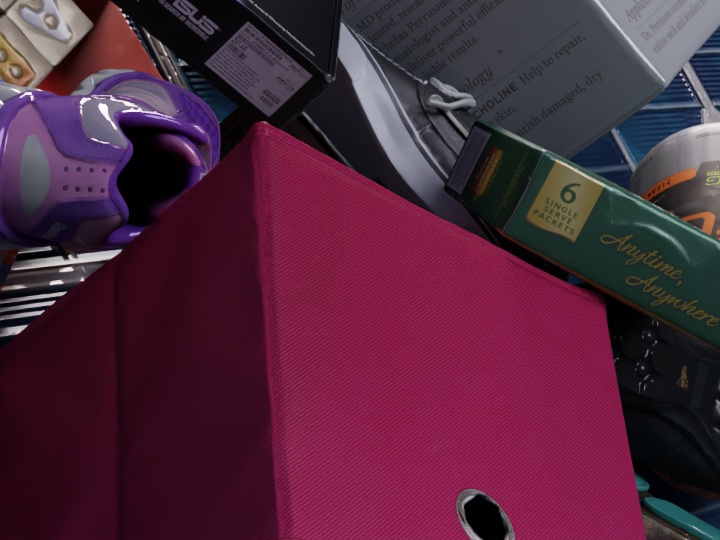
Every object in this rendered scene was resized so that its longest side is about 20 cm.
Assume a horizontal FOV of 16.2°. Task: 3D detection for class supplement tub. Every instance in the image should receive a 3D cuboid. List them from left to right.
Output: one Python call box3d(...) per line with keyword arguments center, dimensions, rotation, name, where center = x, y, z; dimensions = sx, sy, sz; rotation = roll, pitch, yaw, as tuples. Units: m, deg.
box3d(center=(0.204, 0.022, 1.400), dimensions=(0.122, 0.123, 0.200), rotation=(35, 37, -24), name="supplement tub")

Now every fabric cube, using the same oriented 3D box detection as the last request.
box3d(center=(-0.019, 0.101, 1.000), dimensions=(0.196, 0.200, 0.199), rotation=(26, 41, -32), name="fabric cube")

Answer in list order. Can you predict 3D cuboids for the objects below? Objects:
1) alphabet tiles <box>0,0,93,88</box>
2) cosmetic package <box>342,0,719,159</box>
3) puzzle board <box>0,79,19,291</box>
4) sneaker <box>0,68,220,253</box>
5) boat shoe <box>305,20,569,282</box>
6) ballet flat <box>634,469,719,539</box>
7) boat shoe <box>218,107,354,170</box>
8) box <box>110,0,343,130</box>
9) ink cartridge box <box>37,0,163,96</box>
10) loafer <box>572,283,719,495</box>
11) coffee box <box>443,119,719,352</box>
box3d(center=(-0.221, -0.106, 1.063), dimensions=(0.167, 0.008, 0.200), rotation=(48, 51, -15), name="alphabet tiles")
box3d(center=(0.070, -0.159, 1.367), dimensions=(0.200, 0.166, 0.167), rotation=(51, 34, -3), name="cosmetic package")
box3d(center=(-0.221, -0.054, 1.028), dimensions=(0.200, 0.017, 0.151), rotation=(34, 55, -24), name="puzzle board")
box3d(center=(-0.097, -0.043, 1.067), dimensions=(0.200, 0.088, 0.081), rotation=(-16, 108, -68), name="sneaker")
box3d(center=(0.034, -0.061, 1.285), dimensions=(0.068, 0.074, 0.199), rotation=(-23, 60, -27), name="boat shoe")
box3d(center=(0.124, 0.131, 1.242), dimensions=(0.068, 0.067, 0.200), rotation=(18, 12, -44), name="ballet flat")
box3d(center=(0.000, 0.000, 1.233), dimensions=(0.200, 0.064, 0.071), rotation=(48, 34, -7), name="boat shoe")
box3d(center=(-0.095, -0.174, 1.204), dimensions=(0.200, 0.044, 0.160), rotation=(40, 26, -19), name="box")
box3d(center=(-0.168, -0.130, 1.174), dimensions=(0.200, 0.044, 0.174), rotation=(-20, 74, -55), name="ink cartridge box")
box3d(center=(0.150, 0.064, 1.267), dimensions=(0.201, 0.070, 0.068), rotation=(31, 66, -33), name="loafer")
box3d(center=(0.108, -0.018, 1.144), dimensions=(0.123, 0.044, 0.200), rotation=(28, 3, -9), name="coffee box")
